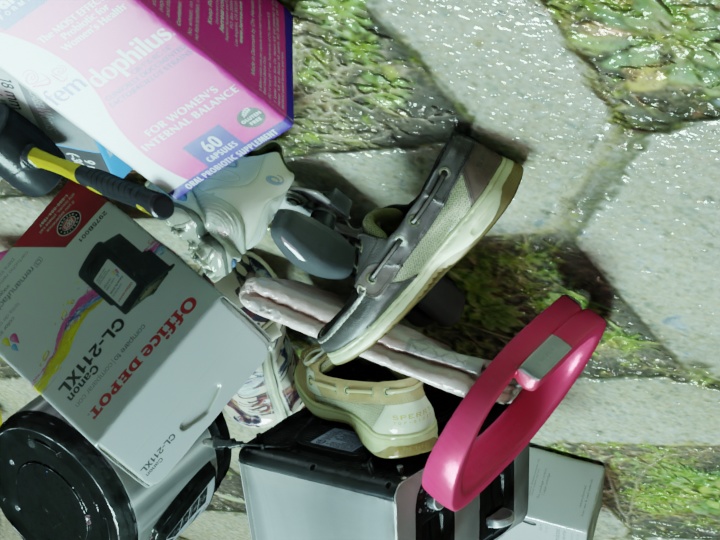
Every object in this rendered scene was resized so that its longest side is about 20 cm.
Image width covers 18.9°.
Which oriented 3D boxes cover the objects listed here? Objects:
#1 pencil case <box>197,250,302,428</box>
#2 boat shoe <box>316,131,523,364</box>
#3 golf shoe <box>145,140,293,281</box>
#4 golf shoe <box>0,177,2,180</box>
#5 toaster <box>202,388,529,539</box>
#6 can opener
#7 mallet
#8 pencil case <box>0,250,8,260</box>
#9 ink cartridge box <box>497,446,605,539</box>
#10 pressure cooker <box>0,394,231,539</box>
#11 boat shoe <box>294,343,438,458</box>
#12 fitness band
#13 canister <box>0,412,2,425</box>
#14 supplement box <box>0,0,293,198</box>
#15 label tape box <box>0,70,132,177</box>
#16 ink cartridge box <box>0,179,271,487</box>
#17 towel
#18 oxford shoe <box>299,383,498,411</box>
[{"bbox_3d":[-0.089,0.063,1.763,0.077,0.090,0.200,-22,155,-5],"label":"pencil case"},{"bbox_3d":[0.029,-0.017,1.455,0.065,0.073,0.200,40,117,-6],"label":"boat shoe"},{"bbox_3d":[-0.090,-0.050,1.505,0.078,0.097,0.200,51,175,-16],"label":"golf shoe"},{"bbox_3d":[-0.352,-0.118,1.578,0.199,0.079,0.097,32,160,-27],"label":"golf shoe"},{"bbox_3d":[0.012,0.169,1.706,0.199,0.180,0.120,9,112,38],"label":"toaster"},{"bbox_3d":[0.000,0.000,1.576,0.053,0.067,0.200,-3,149,41],"label":"can opener"},{"bbox_3d":[-0.187,-0.067,1.372,0.066,0.041,0.199,39,167,-33],"label":"mallet"},{"bbox_3d":[-0.229,0.027,1.796,0.199,0.089,0.088,5,154,36],"label":"pencil case"},{"bbox_3d":[0.115,0.199,1.942,0.198,0.067,0.116,14,158,11],"label":"ink cartridge box"},{"bbox_3d":[-0.214,0.160,1.954,0.175,0.200,0.180,9,123,36],"label":"pressure cooker"},{"bbox_3d":[0.002,0.085,1.670,0.073,0.064,0.201,-11,-161,-17],"label":"boat shoe"},{"bbox_3d":[0.111,0.095,1.564,0.037,0.200,0.144,37,127,14],"label":"fitness band"},{"bbox_3d":[-0.496,0.147,2.277,0.198,0.087,0.149,3,153,29],"label":"canister"},{"bbox_3d":[-0.139,-0.148,1.265,0.101,0.104,0.200,-29,132,28],"label":"supplement box"},{"bbox_3d":[-0.200,-0.123,1.456,0.198,0.064,0.144,13,158,13],"label":"label tape box"},{"bbox_3d":[-0.185,0.043,1.619,0.200,0.146,0.083,36,173,39],"label":"ink cartridge box"},{"bbox_3d":[0.020,0.051,1.614,0.190,0.032,0.200,21,180,14],"label":"towel"},{"bbox_3d":[0.040,0.113,1.836,0.199,0.071,0.075,-10,-176,35],"label":"oxford shoe"}]
